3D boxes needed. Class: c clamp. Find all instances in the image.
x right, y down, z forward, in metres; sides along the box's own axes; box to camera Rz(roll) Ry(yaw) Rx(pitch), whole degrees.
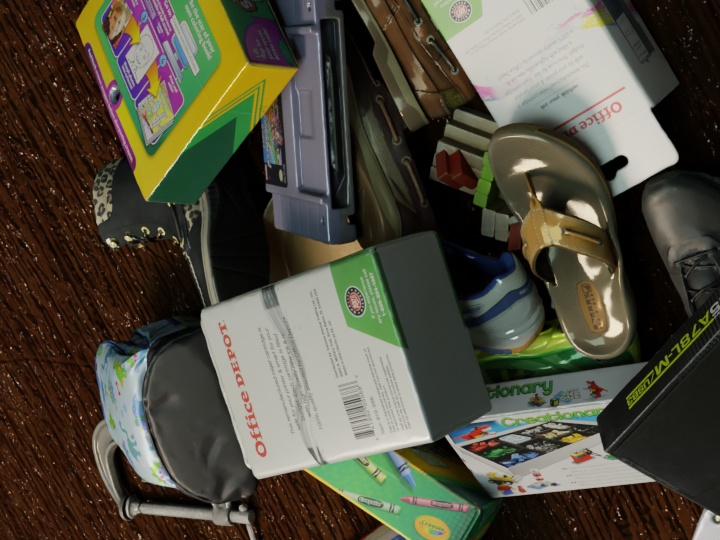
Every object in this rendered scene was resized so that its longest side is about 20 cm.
[{"bbox_3d":[-0.194,0.228,1.411,0.198,0.027,0.172,5,114,29],"label":"c clamp"}]

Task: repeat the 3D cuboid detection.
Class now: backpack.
[{"bbox_3d":[-0.171,0.115,1.254,0.152,0.200,0.165,-14,105,-3],"label":"backpack"}]

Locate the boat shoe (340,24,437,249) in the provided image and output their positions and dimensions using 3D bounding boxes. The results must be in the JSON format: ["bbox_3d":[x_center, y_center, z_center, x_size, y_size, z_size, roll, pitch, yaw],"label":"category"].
[{"bbox_3d":[0.012,-0.112,1.103,0.072,0.071,0.202,-50,55,60],"label":"boat shoe"}]

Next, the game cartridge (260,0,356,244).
[{"bbox_3d":[-0.047,-0.127,1.100,0.129,0.038,0.202,14,110,61],"label":"game cartridge"}]

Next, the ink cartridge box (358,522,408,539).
[{"bbox_3d":[0.040,0.294,1.235,0.117,0.067,0.200,54,172,0],"label":"ink cartridge box"}]

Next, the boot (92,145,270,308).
[{"bbox_3d":[-0.163,-0.032,1.227,0.153,0.073,0.206,-21,76,39],"label":"boot"}]

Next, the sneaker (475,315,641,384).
[{"bbox_3d":[0.135,0.087,1.116,0.199,0.074,0.084,-12,101,35],"label":"sneaker"}]

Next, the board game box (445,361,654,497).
[{"bbox_3d":[0.174,0.128,1.077,0.198,0.035,0.126,-10,140,24],"label":"board game box"}]

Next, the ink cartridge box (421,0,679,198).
[{"bbox_3d":[0.150,-0.151,1.003,0.117,0.067,0.201,-29,95,38],"label":"ink cartridge box"}]

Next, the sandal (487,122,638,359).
[{"bbox_3d":[0.149,-0.015,0.996,0.080,0.054,0.201,-9,114,33],"label":"sandal"}]

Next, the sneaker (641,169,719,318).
[{"bbox_3d":[0.263,0.018,0.977,0.076,0.091,0.201,-25,109,38],"label":"sneaker"}]

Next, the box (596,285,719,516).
[{"bbox_3d":[0.298,0.092,0.940,0.199,0.048,0.194,30,114,-18],"label":"box"}]

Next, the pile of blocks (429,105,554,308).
[{"bbox_3d":[0.131,-0.045,1.067,0.200,0.062,0.082,44,127,7],"label":"pile of blocks"}]

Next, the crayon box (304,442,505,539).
[{"bbox_3d":[0.021,0.169,1.189,0.199,0.119,0.059,31,97,16],"label":"crayon box"}]

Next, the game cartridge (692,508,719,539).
[{"bbox_3d":[0.350,0.180,1.051,0.133,0.041,0.201,43,127,14],"label":"game cartridge"}]

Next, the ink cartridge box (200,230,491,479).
[{"bbox_3d":[-0.016,0.068,1.053,0.199,0.083,0.148,-18,90,42],"label":"ink cartridge box"}]

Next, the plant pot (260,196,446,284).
[{"bbox_3d":[0.000,0.000,1.190,0.198,0.027,0.202,12,117,26],"label":"plant pot"}]

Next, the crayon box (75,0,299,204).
[{"bbox_3d":[-0.148,-0.187,1.129,0.173,0.058,0.201,-45,58,37],"label":"crayon box"}]

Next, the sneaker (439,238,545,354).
[{"bbox_3d":[0.048,0.007,1.087,0.198,0.076,0.089,3,139,23],"label":"sneaker"}]

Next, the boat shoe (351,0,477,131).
[{"bbox_3d":[0.028,-0.211,1.060,0.068,0.072,0.201,-25,91,9],"label":"boat shoe"}]
